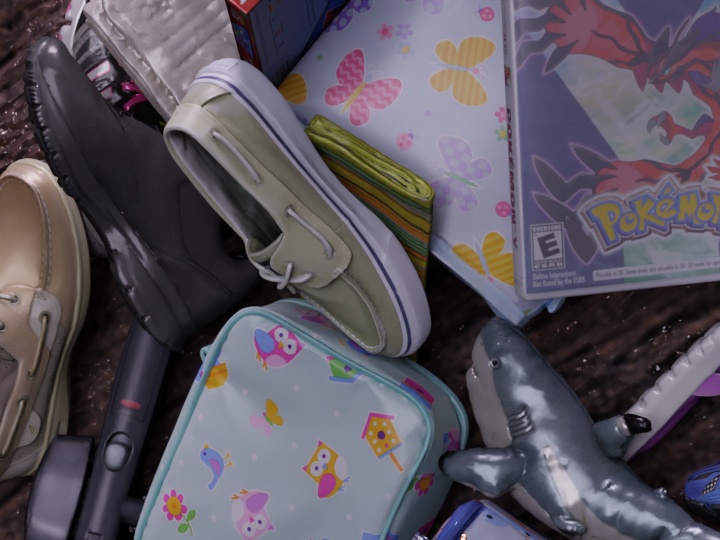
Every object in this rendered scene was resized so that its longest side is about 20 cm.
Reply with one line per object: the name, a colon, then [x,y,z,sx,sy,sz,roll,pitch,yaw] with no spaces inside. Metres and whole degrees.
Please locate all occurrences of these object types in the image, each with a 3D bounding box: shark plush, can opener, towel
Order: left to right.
can opener: [-0.141,0.086,1.518,0.079,0.063,0.200,20,84,-7]
towel: [-0.056,-0.168,1.509,0.200,0.034,0.133,-38,95,-10]
towel: [0.000,0.000,1.430,0.086,0.200,0.018,34,57,21]
shark plush: [0.128,0.108,1.368,0.200,0.091,0.083,38,111,38]

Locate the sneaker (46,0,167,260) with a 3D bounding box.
sneaker: [-0.139,-0.097,1.537,0.087,0.074,0.200,10,89,39]

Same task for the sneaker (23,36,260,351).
sneaker: [-0.129,-0.055,1.467,0.091,0.076,0.200,-31,108,-5]

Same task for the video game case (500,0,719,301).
video game case: [0.179,-0.082,1.383,0.200,0.023,0.182,-6,102,-11]

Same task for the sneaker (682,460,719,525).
sneaker: [0.267,0.082,1.388,0.200,0.075,0.078,-27,64,4]

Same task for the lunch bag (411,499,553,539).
lunch bag: [0.046,0.205,1.363,0.076,0.200,0.160,34,91,12]

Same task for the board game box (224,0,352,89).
board game box: [-0.028,-0.150,1.397,0.019,0.200,0.103,41,81,11]

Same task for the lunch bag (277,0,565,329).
lunch bag: [0.074,-0.085,1.443,0.200,0.127,0.170,39,93,12]

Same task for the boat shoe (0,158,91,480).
boat shoe: [-0.213,0.033,1.520,0.072,0.065,0.200,16,106,34]

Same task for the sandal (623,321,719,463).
sandal: [0.212,0.051,1.389,0.050,0.082,0.203,47,125,3]

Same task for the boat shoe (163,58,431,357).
boat shoe: [-0.038,-0.022,1.371,0.200,0.072,0.062,52,58,-17]

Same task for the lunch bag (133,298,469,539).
lunch bag: [-0.038,0.119,1.453,0.160,0.077,0.200,31,106,22]
